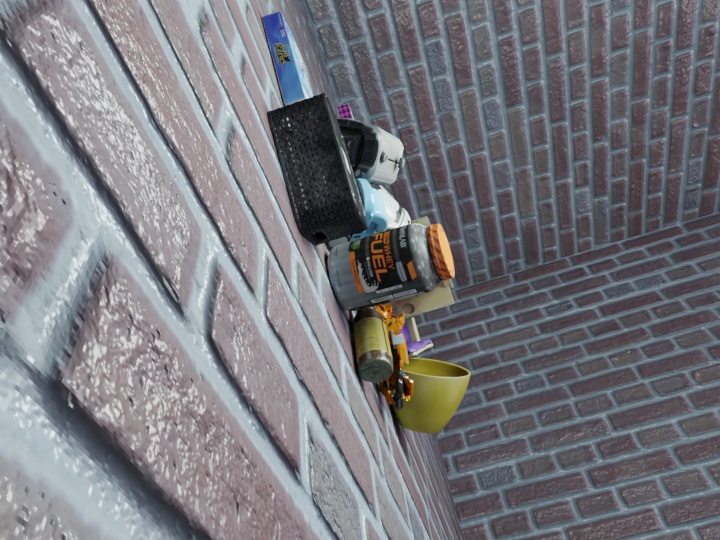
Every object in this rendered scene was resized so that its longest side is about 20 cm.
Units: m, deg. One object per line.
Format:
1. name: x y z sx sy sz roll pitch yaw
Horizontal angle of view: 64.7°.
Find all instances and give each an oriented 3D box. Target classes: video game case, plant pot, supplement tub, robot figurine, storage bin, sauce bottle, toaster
1. video game case: -0.130 -0.379 1.144 0.181 0.045 0.201 58 16 -74
2. video game case: -0.007 -0.288 1.433 0.181 0.036 0.201 60 14 -74
3. plant pot: 0.148 0.293 1.322 0.200 0.199 0.142 -17 113 -85
4. supplement tub: 0.055 -0.009 0.988 0.123 0.200 0.123 -16 90 -73
5. robot figurine: 0.062 0.176 1.143 0.145 0.058 0.201 -144 -137 -69
6. storage bin: -0.062 -0.154 0.887 0.135 0.094 0.201 44 30 -79
7. robot figurine: 0.022 -0.124 1.258 0.200 0.150 0.125 38 1 -24
8. sauce bottle: 0.018 0.115 1.038 0.200 0.065 0.065 -97 169 -57
9. toaster: -0.012 -0.233 1.129 0.129 0.200 0.114 3 102 -57

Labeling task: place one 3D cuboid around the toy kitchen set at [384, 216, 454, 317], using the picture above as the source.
1. toy kitchen set: 0.108 0.014 1.289 0.163 0.180 0.200 -91 162 -70

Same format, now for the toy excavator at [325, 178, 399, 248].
1. toy excavator: 0.020 -0.091 1.095 0.195 0.199 0.100 118 -34 -50

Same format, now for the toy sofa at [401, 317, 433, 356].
1. toy sofa: 0.097 0.159 1.335 0.200 0.097 0.083 0 73 -70
